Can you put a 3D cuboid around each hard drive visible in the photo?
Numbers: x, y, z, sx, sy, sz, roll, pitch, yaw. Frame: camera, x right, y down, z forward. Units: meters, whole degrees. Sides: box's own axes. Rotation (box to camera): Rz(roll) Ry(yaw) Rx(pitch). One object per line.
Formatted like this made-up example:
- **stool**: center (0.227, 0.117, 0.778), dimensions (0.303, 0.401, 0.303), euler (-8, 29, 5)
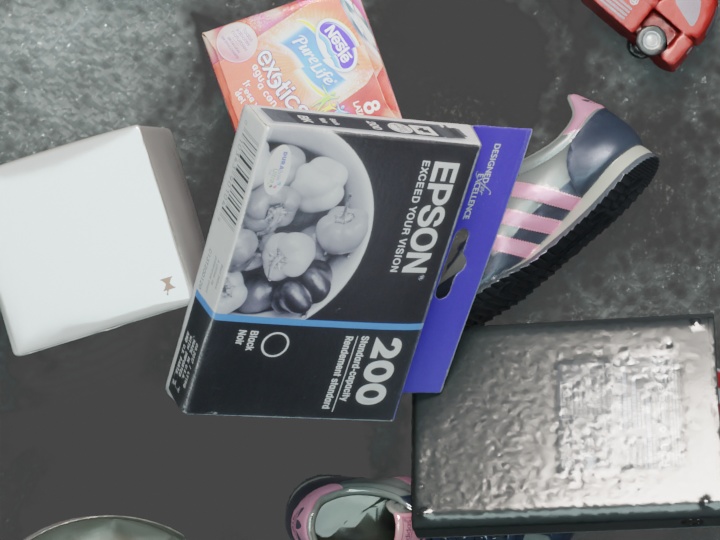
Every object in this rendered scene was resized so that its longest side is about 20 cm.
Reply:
- **hard drive**: center (0.132, 0.100, 1.382), dimensions (0.200, 0.033, 0.140), euler (-3, 65, 9)

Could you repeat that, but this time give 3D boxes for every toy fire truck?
- **toy fire truck**: center (0.177, -0.246, 1.435), dimensions (0.200, 0.049, 0.141), euler (39, 92, -2)

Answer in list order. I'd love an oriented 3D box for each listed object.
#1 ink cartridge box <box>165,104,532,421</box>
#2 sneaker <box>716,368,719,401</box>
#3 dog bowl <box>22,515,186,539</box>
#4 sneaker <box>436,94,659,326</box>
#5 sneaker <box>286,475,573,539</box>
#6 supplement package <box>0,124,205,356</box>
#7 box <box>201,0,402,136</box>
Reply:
- **ink cartridge box**: center (0.000, 0.000, 1.289), dimensions (0.200, 0.043, 0.198), euler (2, 119, -29)
- **sneaker**: center (0.161, 0.085, 1.442), dimensions (0.200, 0.071, 0.113), euler (14, 96, -7)
- **dog bowl**: center (-0.176, 0.257, 1.436), dimensions (0.200, 0.059, 0.200), euler (-2, 97, -16)
- **sneaker**: center (0.105, -0.035, 1.448), dimensions (0.200, 0.070, 0.082), euler (-40, 70, 4)
- **sneaker**: center (0.050, 0.174, 1.434), dimensions (0.200, 0.082, 0.070), euler (-2, 92, 0)
- **supplement package**: center (-0.168, -0.023, 1.372), dimensions (0.117, 0.200, 0.117), euler (-16, 93, 0)
- **box**: center (-0.033, -0.116, 1.367), dimensions (0.103, 0.200, 0.095), euler (-20, 91, 0)
